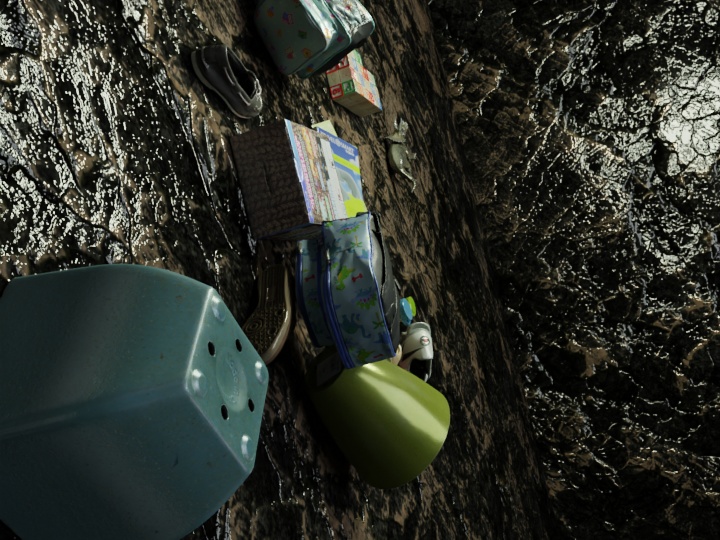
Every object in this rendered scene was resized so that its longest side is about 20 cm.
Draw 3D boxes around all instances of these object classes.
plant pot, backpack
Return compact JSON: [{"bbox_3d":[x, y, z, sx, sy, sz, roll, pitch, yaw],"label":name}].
[{"bbox_3d":[-0.192,0.112,0.764,0.197,0.197,0.198,-86,155,-49],"label":"plant pot"},{"bbox_3d":[0.010,0.209,1.415,0.200,0.186,0.188,45,30,-28],"label":"plant pot"},{"bbox_3d":[-0.101,-0.460,1.597,0.153,0.175,0.202,-31,95,-41],"label":"backpack"},{"bbox_3d":[-0.016,0.040,1.321,0.201,0.145,0.185,-98,172,-53],"label":"backpack"}]

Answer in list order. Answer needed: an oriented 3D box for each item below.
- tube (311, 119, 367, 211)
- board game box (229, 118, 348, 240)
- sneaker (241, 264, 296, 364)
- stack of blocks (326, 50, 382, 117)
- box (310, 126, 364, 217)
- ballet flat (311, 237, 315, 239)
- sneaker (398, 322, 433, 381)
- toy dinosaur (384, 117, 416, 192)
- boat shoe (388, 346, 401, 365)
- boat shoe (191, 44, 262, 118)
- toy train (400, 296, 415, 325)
[{"bbox_3d":[-0.043,-0.198,1.778,0.058,0.051,0.202,-175,-116,-77],"label":"tube"},{"bbox_3d":[-0.107,-0.136,1.426,0.200,0.096,0.162,0,76,-73],"label":"board game box"},{"bbox_3d":[-0.115,0.075,1.265,0.201,0.069,0.076,-82,152,-52],"label":"sneaker"},{"bbox_3d":[-0.018,-0.429,2.033,0.200,0.058,0.117,9,67,-72],"label":"stack of blocks"},{"bbox_3d":[-0.051,-0.175,1.679,0.121,0.047,0.203,22,54,-47],"label":"box"},{"bbox_3d":[-0.076,-0.014,1.528,0.201,0.046,0.068,-90,161,-53],"label":"ballet flat"},{"bbox_3d":[0.093,0.193,1.720,0.201,0.073,0.089,105,-24,-50],"label":"sneaker"},{"bbox_3d":[0.098,-0.280,2.294,0.102,0.076,0.202,38,43,-45],"label":"toy dinosaur"},{"bbox_3d":[0.041,0.151,1.636,0.074,0.068,0.202,-123,-163,-47],"label":"boat shoe"},{"bbox_3d":[-0.185,-0.286,1.369,0.200,0.056,0.068,29,48,-67],"label":"boat shoe"},{"bbox_3d":[0.056,0.079,1.738,0.200,0.114,0.086,-20,95,-73],"label":"toy train"}]
